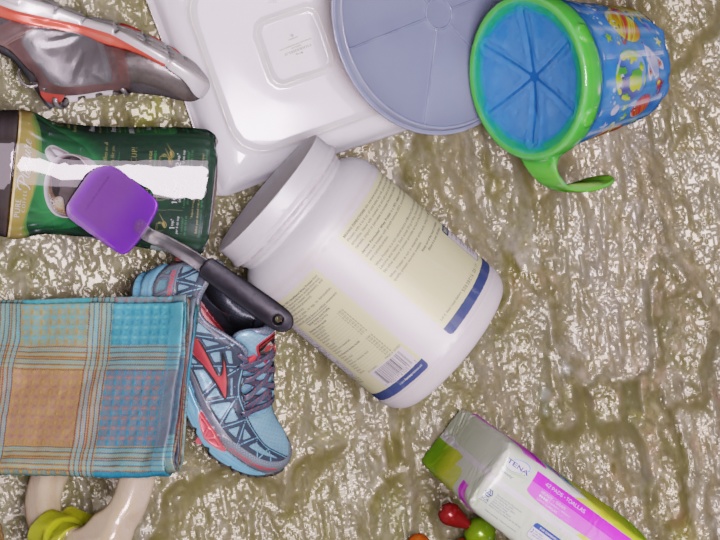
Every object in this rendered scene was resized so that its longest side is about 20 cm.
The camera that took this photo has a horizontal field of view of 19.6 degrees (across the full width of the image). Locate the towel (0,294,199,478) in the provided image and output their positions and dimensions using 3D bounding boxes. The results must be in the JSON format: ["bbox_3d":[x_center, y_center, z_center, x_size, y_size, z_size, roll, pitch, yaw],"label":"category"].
[{"bbox_3d":[-0.229,0.091,1.654,0.200,0.022,0.147,-1,73,17],"label":"towel"}]

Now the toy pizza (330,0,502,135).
[{"bbox_3d":[0.057,-0.212,1.739,0.200,0.032,0.201,0,90,-31],"label":"toy pizza"}]

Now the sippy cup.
[{"bbox_3d":[0.182,-0.165,1.727,0.130,0.140,0.178,-12,136,-40],"label":"sippy cup"}]

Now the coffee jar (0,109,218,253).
[{"bbox_3d":[-0.218,-0.072,1.681,0.200,0.085,0.104,6,99,-11],"label":"coffee jar"}]

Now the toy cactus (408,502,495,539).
[{"bbox_3d":[0.094,0.306,1.757,0.165,0.102,0.200,19,85,-24],"label":"toy cactus"}]

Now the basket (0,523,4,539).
[{"bbox_3d":[-0.345,0.279,1.629,0.142,0.149,0.200,1,91,-1],"label":"basket"}]

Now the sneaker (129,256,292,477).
[{"bbox_3d":[-0.104,0.078,1.689,0.095,0.079,0.200,-25,105,27],"label":"sneaker"}]

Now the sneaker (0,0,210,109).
[{"bbox_3d":[-0.222,-0.164,1.690,0.200,0.077,0.082,21,99,1],"label":"sneaker"}]

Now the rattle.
[{"bbox_3d":[-0.186,0.157,1.712,0.143,0.130,0.200,26,54,-31],"label":"rattle"}]

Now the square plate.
[{"bbox_3d":[-0.058,-0.186,1.737,0.200,0.028,0.198,-20,96,-10],"label":"square plate"}]

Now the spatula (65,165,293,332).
[{"bbox_3d":[-0.136,-0.011,1.638,0.200,0.021,0.057,33,103,-8],"label":"spatula"}]

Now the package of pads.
[{"bbox_3d":[0.144,0.191,1.702,0.154,0.200,0.068,36,89,-11],"label":"package of pads"}]

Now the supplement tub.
[{"bbox_3d":[0.000,0.000,1.695,0.200,0.145,0.145,40,85,-10],"label":"supplement tub"}]
